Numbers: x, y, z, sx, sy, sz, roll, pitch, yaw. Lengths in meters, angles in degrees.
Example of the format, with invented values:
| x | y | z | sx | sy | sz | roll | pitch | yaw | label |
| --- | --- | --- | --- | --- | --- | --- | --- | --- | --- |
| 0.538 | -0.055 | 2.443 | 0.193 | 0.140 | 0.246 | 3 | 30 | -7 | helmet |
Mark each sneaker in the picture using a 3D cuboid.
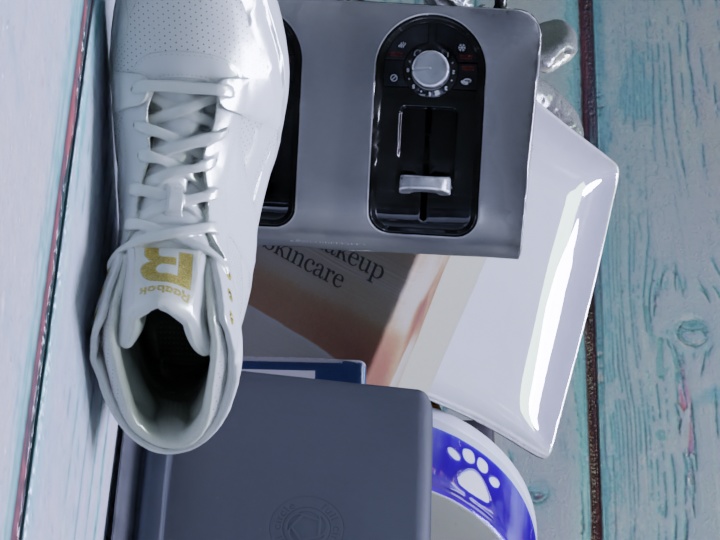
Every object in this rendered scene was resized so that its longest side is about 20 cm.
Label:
| x | y | z | sx | sy | sz | roll | pitch | yaw | label |
| --- | --- | --- | --- | --- | --- | --- | --- | --- | --- |
| -0.065 | -0.028 | 0.842 | 0.116 | 0.074 | 0.200 | -92 | -176 | -63 | sneaker |

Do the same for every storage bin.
| x | y | z | sx | sy | sz | roll | pitch | yaw | label |
| --- | --- | --- | --- | --- | --- | --- | --- | --- | --- |
| -0.036 | 0.141 | 0.955 | 0.146 | 0.134 | 0.200 | 89 | 4 | -52 | storage bin |

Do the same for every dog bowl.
| x | y | z | sx | sy | sz | roll | pitch | yaw | label |
| --- | --- | --- | --- | --- | --- | --- | --- | --- | --- |
| 0.006 | 0.178 | 1.304 | 0.079 | 0.200 | 0.200 | -82 | 173 | -58 | dog bowl |

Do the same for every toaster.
| x | y | z | sx | sy | sz | roll | pitch | yaw | label |
| --- | --- | --- | --- | --- | --- | --- | --- | --- | --- |
| -0.008 | -0.069 | 1.041 | 0.200 | 0.181 | 0.119 | -13 | 107 | -87 | toaster |

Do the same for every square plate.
| x | y | z | sx | sy | sz | roll | pitch | yaw | label |
| --- | --- | --- | --- | --- | --- | --- | --- | --- | --- |
| 0.087 | -0.003 | 1.330 | 0.198 | 0.028 | 0.200 | 30 | 71 | -54 | square plate |

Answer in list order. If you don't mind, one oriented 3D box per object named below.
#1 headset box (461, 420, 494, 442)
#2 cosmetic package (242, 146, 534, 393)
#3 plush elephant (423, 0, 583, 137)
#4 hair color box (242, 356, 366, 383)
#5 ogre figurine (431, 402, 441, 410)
| x | y | z | sx | sy | sz | roll | pitch | yaw | label |
| --- | --- | --- | --- | --- | --- | --- | --- | --- | --- |
| 0.010 | 0.169 | 1.440 | 0.149 | 0.200 | 0.075 | -85 | 176 | -55 | headset box |
| 0.000 | 0.000 | 1.190 | 0.087 | 0.103 | 0.200 | 3 | 111 | -62 | cosmetic package |
| 0.061 | -0.100 | 1.401 | 0.155 | 0.165 | 0.200 | -45 | 128 | -83 | plush elephant |
| -0.047 | 0.131 | 1.135 | 0.200 | 0.100 | 0.061 | 91 | 2 | -46 | hair color box |
| -0.005 | 0.054 | 1.351 | 0.098 | 0.120 | 0.200 | -79 | 170 | -74 | ogre figurine |
